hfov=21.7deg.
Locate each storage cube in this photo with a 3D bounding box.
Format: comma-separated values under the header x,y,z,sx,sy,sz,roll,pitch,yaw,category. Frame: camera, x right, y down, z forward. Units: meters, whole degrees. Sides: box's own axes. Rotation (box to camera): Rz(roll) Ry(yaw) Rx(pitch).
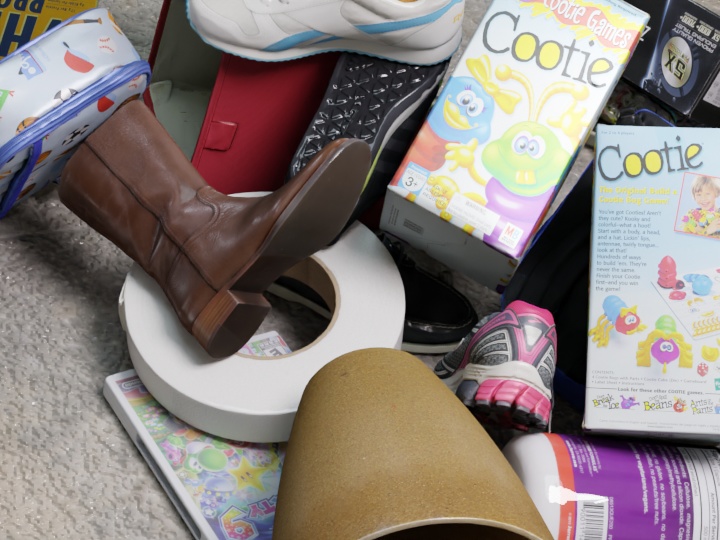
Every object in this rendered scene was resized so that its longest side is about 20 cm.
x,y,z,sx,sy,sz,roll,pitch,yaw,category
-0.057,-0.156,1.485,0.179,0.201,0.172,4,41,-22,storage cube

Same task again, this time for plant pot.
x,y,z,sx,sy,sz,roll,pitch,yaw,category
0.023,0.149,1.178,0.185,0.187,0.201,4,38,-14,plant pot

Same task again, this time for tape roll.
x,y,z,sx,sy,sz,roll,pitch,yaw,category
-0.068,0.030,1.330,0.201,0.037,0.204,1,51,-1,tape roll

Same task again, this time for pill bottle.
x,y,z,sx,sy,sz,roll,pitch,yaw,category
0.190,0.170,1.257,0.199,0.113,0.113,6,41,-13,pill bottle

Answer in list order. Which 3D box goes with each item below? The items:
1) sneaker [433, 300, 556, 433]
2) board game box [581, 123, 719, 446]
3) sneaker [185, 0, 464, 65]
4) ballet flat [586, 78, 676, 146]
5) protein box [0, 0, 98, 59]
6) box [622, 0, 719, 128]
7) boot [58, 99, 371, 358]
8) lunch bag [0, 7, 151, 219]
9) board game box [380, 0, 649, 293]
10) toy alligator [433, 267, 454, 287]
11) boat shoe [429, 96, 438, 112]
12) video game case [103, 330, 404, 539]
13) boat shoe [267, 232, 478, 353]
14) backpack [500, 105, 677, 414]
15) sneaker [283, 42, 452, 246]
x,y,z,sx,sy,sz,roll,pitch,yaw,category
0.098,0.069,1.303,0.080,0.200,0.075,17,82,-9,sneaker
0.205,0.013,1.265,0.104,0.103,0.202,2,81,8,board game box
-0.025,-0.197,1.330,0.198,0.081,0.077,0,54,-1,sneaker
0.189,-0.156,1.666,0.200,0.076,0.064,35,77,28,ballet flat
-0.276,-0.263,1.530,0.134,0.199,0.201,7,41,-9,protein box
0.267,-0.199,1.652,0.163,0.086,0.200,35,12,21,box
-0.108,-0.069,1.297,0.200,0.187,0.064,46,12,30,boot
-0.241,-0.101,1.360,0.160,0.200,0.076,-39,89,-27,lunch bag
0.107,-0.104,1.329,0.103,0.105,0.201,28,77,4,board game box
0.096,-0.051,1.522,0.059,0.054,0.200,23,41,9,toy alligator
0.065,-0.111,1.527,0.072,0.066,0.201,-32,30,-1,boat shoe
-0.070,0.128,1.293,0.142,0.018,0.200,-14,49,-31,video game case
0.001,-0.002,1.424,0.198,0.066,0.075,25,43,11,boat shoe
0.210,0.018,1.401,0.162,0.168,0.200,34,77,22,backpack
0.000,-0.098,1.362,0.071,0.083,0.200,27,61,17,sneaker
